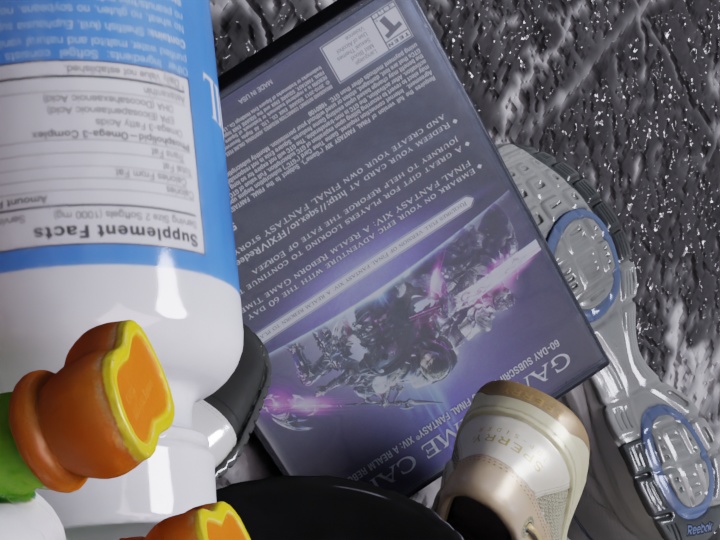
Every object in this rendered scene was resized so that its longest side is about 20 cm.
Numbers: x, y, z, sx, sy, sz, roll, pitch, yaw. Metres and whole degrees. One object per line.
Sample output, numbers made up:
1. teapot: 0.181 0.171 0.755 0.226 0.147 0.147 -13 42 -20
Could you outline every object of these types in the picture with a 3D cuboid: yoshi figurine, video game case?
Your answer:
1. yoshi figurine: -0.130 0.093 0.548 0.112 0.199 0.113 57 9 -48
2. video game case: 0.000 0.000 0.802 0.142 0.019 0.201 -33 119 -3

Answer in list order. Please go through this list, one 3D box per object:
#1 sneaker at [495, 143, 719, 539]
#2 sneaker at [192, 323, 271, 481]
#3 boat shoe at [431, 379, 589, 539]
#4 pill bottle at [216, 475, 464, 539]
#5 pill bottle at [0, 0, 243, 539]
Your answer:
1. sneaker: 0.089 0.041 0.910 0.074 0.087 0.201 -18 86 -42
2. sneaker: -0.110 0.056 0.703 0.200 0.074 0.089 -39 119 -38
3. boat shoe: 0.054 0.133 0.833 0.065 0.072 0.201 -55 158 -38
4. pill bottle: -0.024 0.185 0.712 0.111 0.111 0.201 -15 120 -44
5. pill bottle: -0.095 -0.013 0.632 0.112 0.112 0.201 8 70 -45
